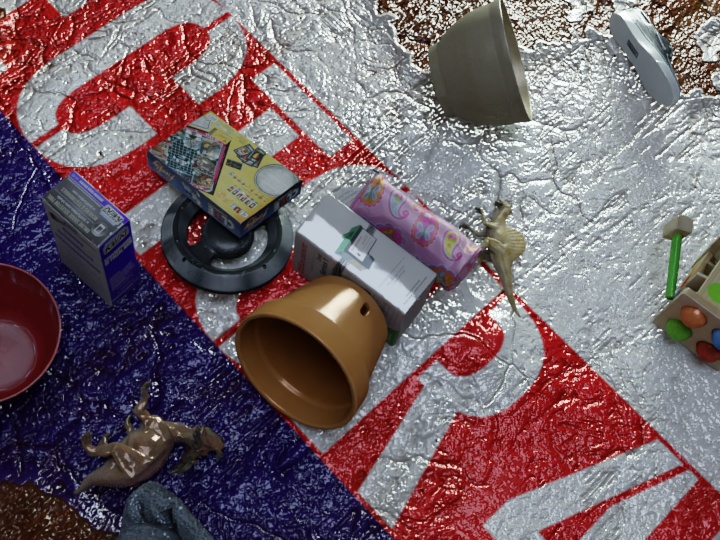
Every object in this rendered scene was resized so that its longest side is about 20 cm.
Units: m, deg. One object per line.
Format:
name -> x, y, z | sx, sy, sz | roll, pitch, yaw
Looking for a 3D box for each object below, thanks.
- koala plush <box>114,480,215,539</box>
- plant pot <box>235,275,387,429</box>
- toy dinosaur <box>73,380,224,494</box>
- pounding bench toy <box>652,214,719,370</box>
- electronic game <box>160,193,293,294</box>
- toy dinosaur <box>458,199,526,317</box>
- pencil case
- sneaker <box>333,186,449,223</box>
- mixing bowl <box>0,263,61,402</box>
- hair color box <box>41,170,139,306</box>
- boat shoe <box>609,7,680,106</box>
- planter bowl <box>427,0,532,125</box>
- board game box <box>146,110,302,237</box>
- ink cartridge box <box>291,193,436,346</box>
koala plush -> -0.284, 0.385, 1.293 | 0.200, 0.178, 0.184 | -37, 58, -20
plant pot -> -0.055, 0.101, 1.441 | 0.200, 0.200, 0.140 | 36, 49, 9
toy dinosaur -> -0.287, 0.247, 1.387 | 0.200, 0.086, 0.136 | -39, 73, -24
pounding bench toy -> 0.516, 0.030, 1.573 | 0.200, 0.124, 0.156 | 38, 67, 10
electronic game -> -0.200, -0.052, 1.557 | 0.199, 0.042, 0.201 | 5, 58, -7
toy dinosaur -> 0.207, -0.032, 1.595 | 0.101, 0.058, 0.201 | 2, 66, -8
pencil case -> 0.078, -0.058, 1.495 | 0.200, 0.087, 0.087 | 38, 67, 11
sneaker -> 0.049, -0.063, 1.578 | 0.200, 0.079, 0.079 | 23, 79, 6
mixing bowl -> -0.503, 0.101, 1.413 | 0.199, 0.108, 0.201 | 3, 67, -6
hair color box -> -0.372, -0.040, 1.442 | 0.109, 0.200, 0.065 | 40, 68, 10
boat shoe -> 0.506, -0.373, 1.783 | 0.068, 0.072, 0.200 | -20, 63, -14
planter bowl -> 0.187, -0.321, 1.662 | 0.134, 0.200, 0.201 | -13, 66, 16
board game box -> -0.207, -0.149, 1.574 | 0.200, 0.035, 0.135 | 38, 55, 19
ink cartridge box -> 0.000, 0.000, 1.505 | 0.200, 0.146, 0.084 | 37, 69, 10
